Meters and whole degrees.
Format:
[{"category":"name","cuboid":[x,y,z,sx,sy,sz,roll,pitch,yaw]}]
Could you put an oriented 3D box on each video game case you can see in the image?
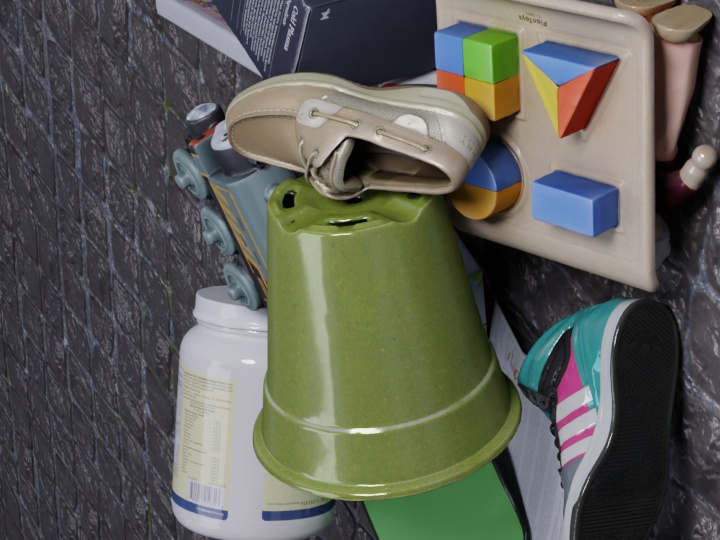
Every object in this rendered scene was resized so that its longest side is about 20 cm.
[{"category":"video game case","cuboid":[-0.037,-0.201,1.512,0.200,0.181,0.024,36,136,51]}]

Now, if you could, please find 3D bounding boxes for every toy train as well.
[{"category":"toy train","cuboid":[-0.074,-0.039,1.531,0.114,0.085,0.201,22,140,57]}]

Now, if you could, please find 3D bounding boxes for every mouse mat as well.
[{"category":"mouse mat","cuboid":[0.055,0.177,1.637,0.161,0.007,0.201,-42,62,38]}]

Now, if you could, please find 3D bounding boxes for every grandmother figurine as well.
[{"category":"grandmother figurine","cuboid":[0.186,-0.085,1.292,0.121,0.060,0.201,-129,33,-52]}]

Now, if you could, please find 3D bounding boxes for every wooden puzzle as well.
[{"category":"wooden puzzle","cuboid":[0.114,-0.089,1.294,0.185,0.046,0.201,19,127,42]}]

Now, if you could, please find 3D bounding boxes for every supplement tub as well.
[{"category":"supplement tub","cuboid":[-0.088,0.121,1.681,0.145,0.144,0.202,18,106,59]}]

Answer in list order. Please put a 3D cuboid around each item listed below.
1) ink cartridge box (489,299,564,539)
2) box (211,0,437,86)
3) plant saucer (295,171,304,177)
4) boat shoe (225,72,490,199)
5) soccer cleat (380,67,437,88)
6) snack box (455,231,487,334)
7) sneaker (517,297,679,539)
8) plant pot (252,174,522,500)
[{"category":"ink cartridge box","cuboid":[0.151,0.144,1.551,0.201,0.057,0.163,-107,17,-46]},{"category":"box","cuboid":[-0.005,-0.235,1.407,0.183,0.199,0.104,56,150,30]},{"category":"plant saucer","cuboid":[0.000,0.000,1.584,0.201,0.036,0.200,58,172,14]},{"category":"boat shoe","cuboid":[-0.012,-0.085,1.312,0.199,0.065,0.072,6,142,28]},{"category":"soccer cleat","cuboid":[0.105,-0.099,1.419,0.199,0.085,0.069,29,159,18]},{"category":"snack box","cuboid":[0.032,-0.033,1.590,0.201,0.053,0.142,57,170,25]},{"category":"sneaker","cuboid":[0.161,0.115,1.405,0.121,0.083,0.202,9,87,65]},{"category":"plant pot","cuboid":[0.008,0.027,1.377,0.200,0.199,0.191,34,138,52]}]
